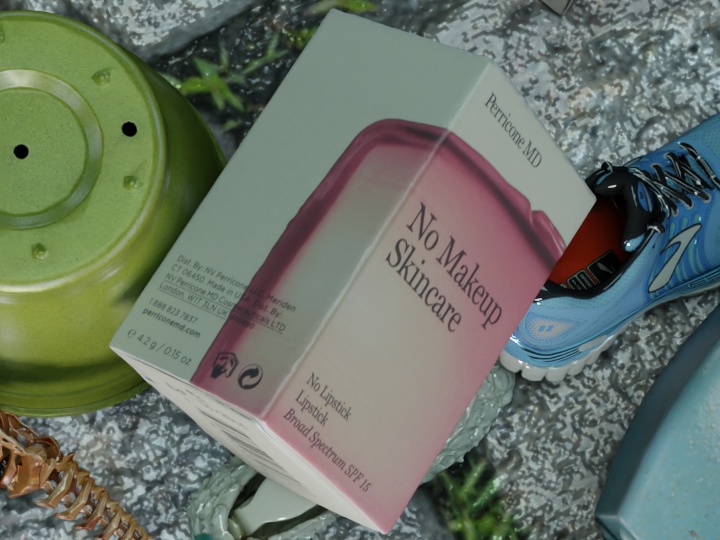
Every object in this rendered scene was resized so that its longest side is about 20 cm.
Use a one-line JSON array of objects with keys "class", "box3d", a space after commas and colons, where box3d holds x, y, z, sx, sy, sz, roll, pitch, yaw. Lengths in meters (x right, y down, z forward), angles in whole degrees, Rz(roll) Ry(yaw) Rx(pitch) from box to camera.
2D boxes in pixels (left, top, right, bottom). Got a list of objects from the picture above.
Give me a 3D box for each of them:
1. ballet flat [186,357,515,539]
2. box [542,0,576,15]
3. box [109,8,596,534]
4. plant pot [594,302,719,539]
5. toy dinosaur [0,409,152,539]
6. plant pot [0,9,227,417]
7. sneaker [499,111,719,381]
[{"class": "ballet flat", "box3d": [0.002, 0.090, 1.130, 0.200, 0.072, 0.072, -35, 85, -10]}, {"class": "box", "box3d": [0.145, -0.241, 1.193, 0.082, 0.068, 0.200, 39, 79, 3]}, {"class": "box", "box3d": [0.000, 0.000, 1.049, 0.109, 0.128, 0.200, 23, 74, 40]}, {"class": "plant pot", "box3d": [0.228, 0.100, 1.088, 0.200, 0.196, 0.196, -42, 86, -4]}, {"class": "toy dinosaur", "box3d": [-0.205, 0.102, 1.062, 0.200, 0.102, 0.136, 21, 101, 26]}, {"class": "plant pot", "box3d": [-0.156, -0.038, 1.074, 0.200, 0.193, 0.201, 1, 81, -4]}, {"class": "sneaker", "box3d": [0.150, -0.023, 1.133, 0.200, 0.090, 0.078, -38, 68, -19]}]
